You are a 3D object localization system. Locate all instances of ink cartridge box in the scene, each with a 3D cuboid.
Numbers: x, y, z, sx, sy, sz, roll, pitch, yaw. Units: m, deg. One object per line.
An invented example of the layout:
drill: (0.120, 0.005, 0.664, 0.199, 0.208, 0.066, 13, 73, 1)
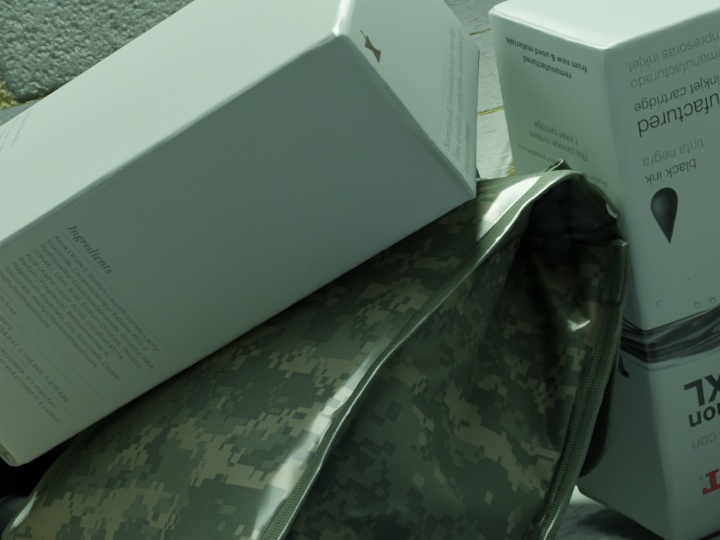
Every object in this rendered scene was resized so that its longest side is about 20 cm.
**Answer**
ink cartridge box: (0.141, -0.018, 0.984, 0.145, 0.200, 0.083, -21, 24, -23)

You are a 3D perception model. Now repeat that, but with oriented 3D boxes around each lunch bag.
lunch bag: (-0.003, 0.051, 0.929, 0.164, 0.118, 0.200, -1, 50, 52)

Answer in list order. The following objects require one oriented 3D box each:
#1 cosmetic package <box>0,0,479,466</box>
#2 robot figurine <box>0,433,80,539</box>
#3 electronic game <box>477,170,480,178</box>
cosmetic package: (-0.060, -0.031, 0.919, 0.200, 0.081, 0.113, -28, 26, 22)
robot figurine: (-0.141, 0.083, 1.068, 0.150, 0.125, 0.200, -29, 20, -28)
electronic game: (-0.017, -0.041, 1.358, 0.200, 0.200, 0.042, -27, -9, -41)
